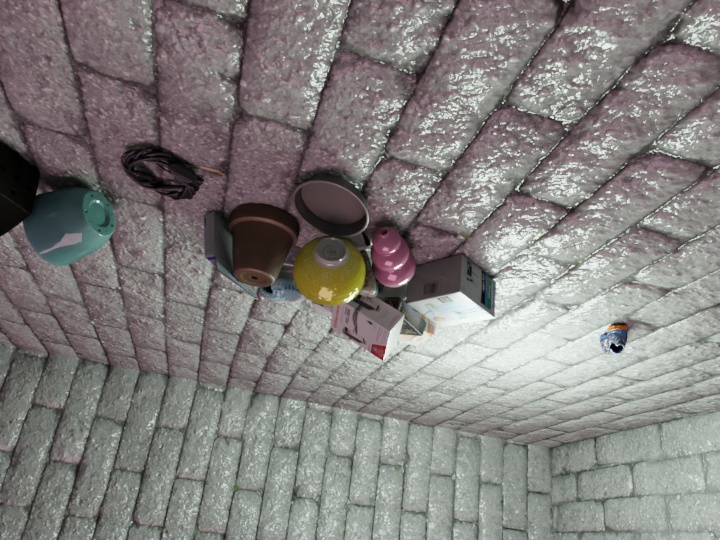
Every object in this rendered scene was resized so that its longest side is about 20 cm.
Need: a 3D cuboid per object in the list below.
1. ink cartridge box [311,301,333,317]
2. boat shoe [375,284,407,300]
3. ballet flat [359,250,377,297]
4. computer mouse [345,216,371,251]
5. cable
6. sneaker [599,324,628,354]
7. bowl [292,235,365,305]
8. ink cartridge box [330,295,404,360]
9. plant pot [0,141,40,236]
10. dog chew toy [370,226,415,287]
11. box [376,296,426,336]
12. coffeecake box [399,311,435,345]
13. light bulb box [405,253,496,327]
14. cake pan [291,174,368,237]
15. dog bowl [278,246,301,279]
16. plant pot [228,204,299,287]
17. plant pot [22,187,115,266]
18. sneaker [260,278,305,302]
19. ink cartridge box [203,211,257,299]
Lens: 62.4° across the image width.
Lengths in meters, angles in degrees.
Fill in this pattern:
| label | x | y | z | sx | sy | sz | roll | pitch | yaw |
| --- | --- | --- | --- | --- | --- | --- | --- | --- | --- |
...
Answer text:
| label | x | y | z | sx | sy | sz | roll | pitch | yaw |
| --- | --- | --- | --- | --- | --- | --- | --- | --- | --- |
| ink cartridge box | -0.093 | 0.033 | 1.785 | 0.085 | 0.148 | 0.201 | 9 | 154 | 11 |
| boat shoe | 0.090 | 0.088 | 1.955 | 0.199 | 0.093 | 0.075 | -38 | 94 | 28 |
| ballet flat | 0.000 | 0.000 | 1.657 | 0.063 | 0.201 | 0.076 | 2 | 122 | -14 |
| computer mouse | -0.027 | -0.098 | 1.619 | 0.108 | 0.044 | 0.200 | -5 | 151 | 23 |
| cable | -0.495 | -0.239 | 1.470 | 0.199 | 0.051 | 0.162 | 23 | 155 | -34 |
| sneaker | 0.870 | 0.253 | 2.048 | 0.074 | 0.079 | 0.200 | 2 | 153 | 14 |
| bowl | -0.077 | -0.022 | 1.543 | 0.197 | 0.202 | 0.108 | 8 | 144 | -2 |
| ink cartridge box | 0.015 | 0.147 | 1.734 | 0.199 | 0.083 | 0.148 | 30 | 138 | 19 |
| plant pot | -0.933 | -0.210 | 1.490 | 0.175 | 0.202 | 0.200 | -11 | 150 | 13 |
| dog chew toy | 0.083 | -0.043 | 1.624 | 0.123 | 0.126 | 0.201 | 0 | 145 | 15 |
| box | 0.079 | 0.139 | 1.823 | 0.198 | 0.049 | 0.158 | 0 | 147 | 42 |
| coffeecake box | 0.147 | 0.197 | 2.141 | 0.198 | 0.074 | 0.154 | 15 | 152 | -16 |
| light bulb box | 0.272 | 0.066 | 1.778 | 0.197 | 0.126 | 0.199 | -16 | 144 | 40 |
| cake pan | -0.071 | -0.161 | 1.469 | 0.198 | 0.037 | 0.201 | 13 | 145 | 9 |
| dog bowl | -0.222 | -0.006 | 1.847 | 0.197 | 0.059 | 0.201 | 7 | 154 | 3 |
| plant pot | -0.277 | -0.057 | 1.626 | 0.198 | 0.177 | 0.201 | 7 | 155 | 3 |
| plant pot | -0.763 | -0.132 | 1.597 | 0.159 | 0.203 | 0.201 | -16 | 148 | 15 |
| sneaker | -0.231 | 0.057 | 1.826 | 0.198 | 0.075 | 0.082 | -16 | 149 | 38 |
| ink cartridge box | -0.365 | -0.034 | 1.667 | 0.040 | 0.202 | 0.200 | -22 | 145 | 15 |
